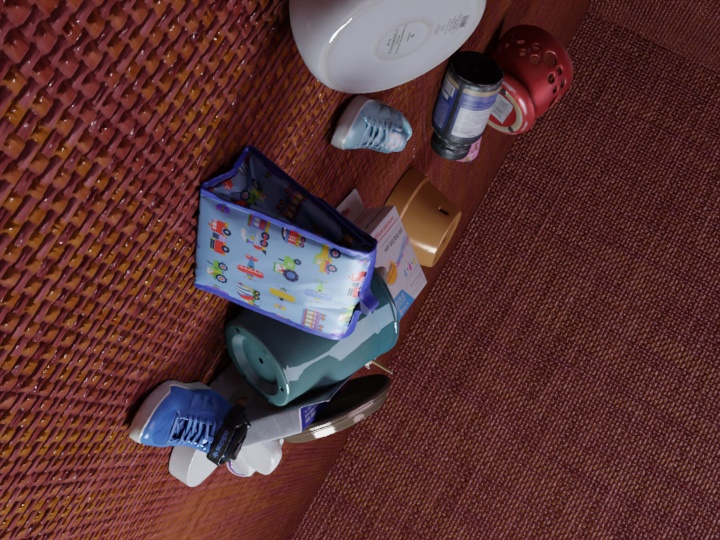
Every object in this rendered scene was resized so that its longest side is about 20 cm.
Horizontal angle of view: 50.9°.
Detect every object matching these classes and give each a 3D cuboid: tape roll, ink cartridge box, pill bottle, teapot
[{"bbox_3d":[-0.218,0.233,1.160,0.204,0.037,0.203,-58,169,-17],"label":"tape roll"},{"bbox_3d":[0.028,-0.027,1.265,0.115,0.067,0.202,-50,125,-41],"label":"ink cartridge box"},{"bbox_3d":[-0.094,0.197,1.119,0.198,0.044,0.196,-17,-175,21],"label":"ink cartridge box"},{"bbox_3d":[0.204,-0.323,1.513,0.112,0.111,0.201,-52,166,-39],"label":"pill bottle"},{"bbox_3d":[0.013,-0.273,0.696,0.199,0.148,0.196,-30,164,32],"label":"teapot"}]

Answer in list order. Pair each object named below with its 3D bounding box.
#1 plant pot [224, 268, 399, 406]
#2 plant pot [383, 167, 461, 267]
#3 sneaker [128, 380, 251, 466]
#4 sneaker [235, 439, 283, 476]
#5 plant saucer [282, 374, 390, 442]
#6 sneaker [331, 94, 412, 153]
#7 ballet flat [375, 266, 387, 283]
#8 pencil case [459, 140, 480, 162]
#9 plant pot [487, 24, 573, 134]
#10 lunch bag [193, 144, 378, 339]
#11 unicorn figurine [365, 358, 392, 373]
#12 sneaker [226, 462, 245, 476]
[{"bbox_3d":[-0.079,0.082,1.056,0.187,0.200,0.201,-36,157,-32],"label":"plant pot"},{"bbox_3d":[0.127,-0.100,1.642,0.201,0.139,0.201,-56,168,-19],"label":"plant pot"},{"bbox_3d":[-0.201,0.196,0.950,0.077,0.110,0.200,-60,169,0],"label":"sneaker"},{"bbox_3d":[-0.150,0.272,1.206,0.088,0.076,0.200,-35,178,-26],"label":"sneaker"},{"bbox_3d":[-0.043,0.211,1.154,0.198,0.030,0.200,-21,-175,2],"label":"plant saucer"},{"bbox_3d":[0.026,-0.202,1.076,0.200,0.081,0.075,-41,156,-61],"label":"sneaker"},{"bbox_3d":[0.000,0.000,1.141,0.070,0.201,0.068,-26,154,-30],"label":"ballet flat"},{"bbox_3d":[0.250,-0.332,1.782,0.200,0.081,0.088,88,6,-69],"label":"pencil case"},{"bbox_3d":[0.363,-0.437,1.760,0.183,0.200,0.201,-46,164,-20],"label":"plant pot"},{"bbox_3d":[-0.070,-0.010,0.802,0.094,0.198,0.151,-50,165,-41],"label":"lunch bag"},{"bbox_3d":[-0.059,0.124,1.282,0.074,0.197,0.139,-100,175,-57],"label":"unicorn figurine"},{"bbox_3d":[-0.186,0.260,1.338,0.100,0.074,0.202,-86,-161,-70],"label":"sneaker"}]
